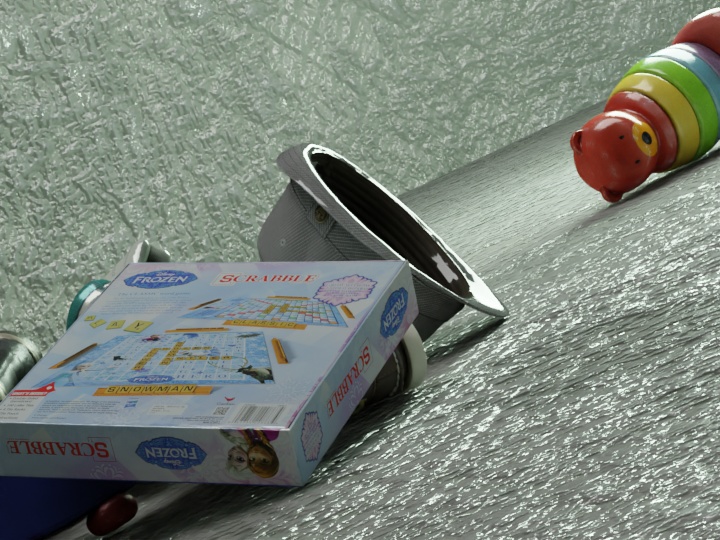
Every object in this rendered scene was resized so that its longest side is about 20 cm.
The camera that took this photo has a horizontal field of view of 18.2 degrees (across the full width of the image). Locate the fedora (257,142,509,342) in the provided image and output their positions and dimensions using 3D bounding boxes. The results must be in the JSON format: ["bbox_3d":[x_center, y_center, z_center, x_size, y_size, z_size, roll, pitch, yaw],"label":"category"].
[{"bbox_3d":[0.000,0.000,1.589,0.090,0.200,0.177,-51,-23,12],"label":"fedora"}]

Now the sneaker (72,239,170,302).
[{"bbox_3d":[-0.134,0.044,1.620,0.081,0.075,0.200,-51,45,2],"label":"sneaker"}]

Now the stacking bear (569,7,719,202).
[{"bbox_3d":[0.273,-0.138,2.067,0.200,0.122,0.114,-36,12,-35],"label":"stacking bear"}]

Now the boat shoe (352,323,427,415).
[{"bbox_3d":[-0.040,0.067,1.466,0.059,0.072,0.200,-23,8,-37],"label":"boat shoe"}]

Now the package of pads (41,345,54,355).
[{"bbox_3d":[-0.264,0.124,1.724,0.154,0.068,0.200,-24,-12,-16],"label":"package of pads"}]

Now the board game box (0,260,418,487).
[{"bbox_3d":[-0.091,0.057,1.343,0.199,0.041,0.200,0,28,24],"label":"board game box"}]

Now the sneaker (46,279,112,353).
[{"bbox_3d":[-0.184,0.075,1.524,0.077,0.080,0.200,-42,-25,-31],"label":"sneaker"}]

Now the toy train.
[{"bbox_3d":[-0.191,0.139,1.415,0.200,0.085,0.116,-28,-8,-44],"label":"toy train"}]

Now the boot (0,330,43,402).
[{"bbox_3d":[-0.284,0.138,1.504,0.200,0.073,0.151,-54,6,4],"label":"boot"}]
